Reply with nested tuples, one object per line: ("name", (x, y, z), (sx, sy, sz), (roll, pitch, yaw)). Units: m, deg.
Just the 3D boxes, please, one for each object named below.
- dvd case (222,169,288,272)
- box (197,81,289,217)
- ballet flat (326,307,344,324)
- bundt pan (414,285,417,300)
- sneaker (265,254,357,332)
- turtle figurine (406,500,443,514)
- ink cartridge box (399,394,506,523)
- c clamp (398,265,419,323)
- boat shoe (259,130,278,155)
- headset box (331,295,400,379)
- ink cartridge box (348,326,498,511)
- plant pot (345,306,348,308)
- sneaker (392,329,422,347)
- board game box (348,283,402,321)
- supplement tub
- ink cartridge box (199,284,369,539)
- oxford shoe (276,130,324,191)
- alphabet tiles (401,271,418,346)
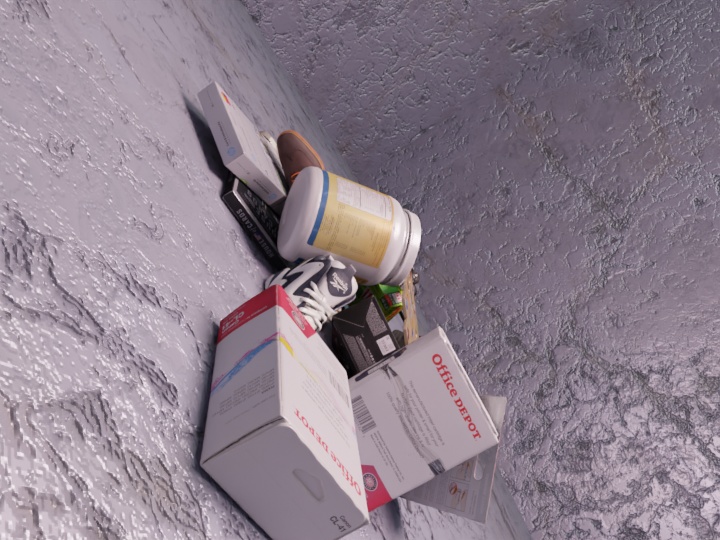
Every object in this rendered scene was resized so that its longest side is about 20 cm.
("dvd case", (-0.169, -0.102, 0.948), (0.152, 0.024, 0.201), (57, 8, -28))
("box", (-0.182, -0.194, 0.958), (0.158, 0.041, 0.200), (65, 8, 25))
("ballet flat", (-0.058, 0.054, 0.956), (0.072, 0.068, 0.200), (55, 2, 15))
("bundt pan", (0.037, 0.029, 1.363), (0.199, 0.076, 0.205), (32, -34, 24))
("sneaker", (-0.059, 0.044, 0.760), (0.080, 0.128, 0.200), (55, 10, -24))
("turtle figurine", (0.085, 0.301, 0.991), (0.142, 0.204, 0.193), (1, 30, -48))
("ink cartridge box", (0.131, 0.259, 0.820), (0.047, 0.198, 0.164), (26, 69, -31))
("c clamp", (0.074, 0.008, 1.101), (0.174, 0.027, 0.200), (62, 24, -8))
("boat shoe", (-0.170, -0.170, 1.135), (0.063, 0.072, 0.203), (-43, 116, -38))
("headset box", (0.015, 0.149, 0.900), (0.201, 0.073, 0.151), (100, -35, -70))
("ink cartridge box", (0.056, 0.187, 0.733), (0.147, 0.197, 0.084), (60, 8, 0))
("plant pot", (-0.008, -0.020, 1.200), (0.203, 0.159, 0.201), (58, 9, -14))
("sneaker", (0.087, 0.186, 1.174), (0.201, 0.088, 0.078), (-56, 141, -54))
("board game box", (0.000, 0.000, 1.026), (0.047, 0.102, 0.203), (-11, 66, -40))
("supplement tub", (-0.018, -0.062, 0.894), (0.196, 0.147, 0.146), (18, 27, -22))
("ink cartridge box", (-0.069, 0.132, 0.543), (0.149, 0.084, 0.201), (57, 10, -28))
("oxford shoe", (-0.093, -0.149, 0.982), (0.204, 0.070, 0.072), (63, 13, 0))
("alphabet tiles", (0.083, 0.098, 0.938), (0.201, 0.007, 0.172), (-69, 152, -68))
